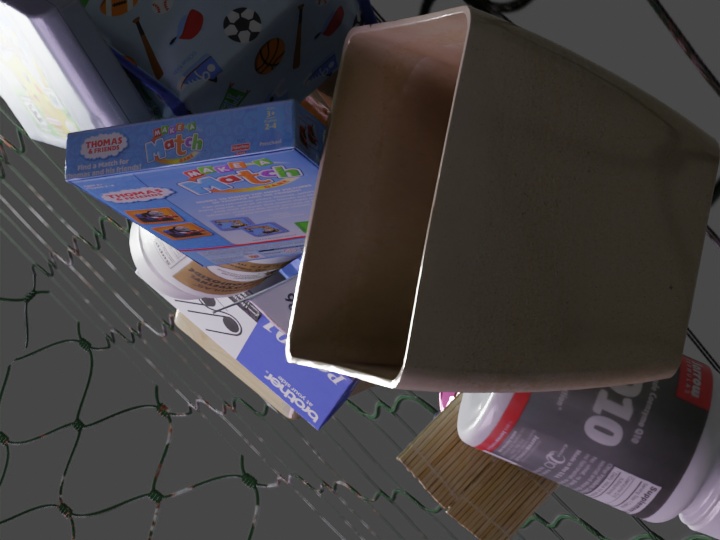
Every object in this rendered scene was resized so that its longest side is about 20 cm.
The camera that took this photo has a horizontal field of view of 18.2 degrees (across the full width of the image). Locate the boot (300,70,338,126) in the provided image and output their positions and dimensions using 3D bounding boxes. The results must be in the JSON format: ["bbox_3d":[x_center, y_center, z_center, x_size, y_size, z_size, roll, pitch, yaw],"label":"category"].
[{"bbox_3d":[-0.026,-0.132,1.616,0.201,0.071,0.144,41,174,37],"label":"boot"}]

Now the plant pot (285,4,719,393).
[{"bbox_3d":[0.085,-0.025,1.264,0.176,0.201,0.200,12,178,-20],"label":"plant pot"}]

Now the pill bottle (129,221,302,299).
[{"bbox_3d":[-0.099,-0.042,1.642,0.114,0.114,0.200,45,155,-7],"label":"pill bottle"}]

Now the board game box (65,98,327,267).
[{"bbox_3d":[-0.073,-0.051,1.415,0.151,0.037,0.200,-7,164,19],"label":"board game box"}]

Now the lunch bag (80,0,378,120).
[{"bbox_3d":[-0.115,-0.178,1.508,0.200,0.170,0.124,36,161,30],"label":"lunch bag"}]

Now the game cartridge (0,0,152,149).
[{"bbox_3d":[-0.211,-0.139,1.480,0.200,0.040,0.134,16,139,61],"label":"game cartridge"}]

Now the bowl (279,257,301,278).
[{"bbox_3d":[-0.023,-0.025,1.806,0.200,0.039,0.201,39,-160,-17],"label":"bowl"}]

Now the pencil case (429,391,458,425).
[{"bbox_3d":[0.151,0.115,1.650,0.199,0.091,0.094,20,-138,-30],"label":"pencil case"}]

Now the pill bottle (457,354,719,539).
[{"bbox_3d":[0.176,0.100,1.511,0.199,0.114,0.114,23,170,-8],"label":"pill bottle"}]

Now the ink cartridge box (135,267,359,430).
[{"bbox_3d":[-0.084,0.031,1.799,0.200,0.044,0.094,40,145,5],"label":"ink cartridge box"}]

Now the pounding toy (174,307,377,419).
[{"bbox_3d":[-0.066,0.001,1.930,0.200,0.184,0.143,37,128,30],"label":"pounding toy"}]

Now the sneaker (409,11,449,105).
[{"bbox_3d":[0.035,-0.115,1.438,0.096,0.079,0.200,44,168,17],"label":"sneaker"}]

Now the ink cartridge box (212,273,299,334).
[{"bbox_3d":[0.000,0.000,1.566,0.039,0.199,0.099,66,-170,-1],"label":"ink cartridge box"}]

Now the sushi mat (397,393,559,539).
[{"bbox_3d":[0.125,0.095,1.567,0.096,0.200,0.012,46,167,-4],"label":"sushi mat"}]
